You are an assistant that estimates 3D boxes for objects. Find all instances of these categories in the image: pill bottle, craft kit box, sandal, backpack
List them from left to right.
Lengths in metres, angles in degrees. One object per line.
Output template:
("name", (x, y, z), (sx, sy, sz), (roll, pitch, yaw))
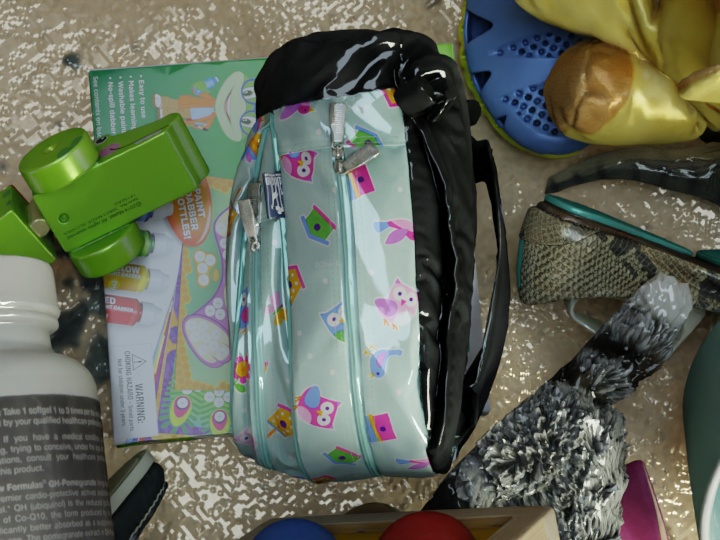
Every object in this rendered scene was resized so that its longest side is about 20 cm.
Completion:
("pill bottle", (-0.168, 0.099, 0.719), (0.110, 0.111, 0.201), (-7, 78, -5))
("craft kit box", (-0.039, -0.013, 0.849), (0.196, 0.049, 0.201), (-5, 82, -7))
("backpack", (0.000, 0.000, 0.762), (0.126, 0.167, 0.201), (-2, 84, 16))
("sandal", (0.090, -0.159, 0.858), (0.079, 0.087, 0.201), (-11, 84, -7))

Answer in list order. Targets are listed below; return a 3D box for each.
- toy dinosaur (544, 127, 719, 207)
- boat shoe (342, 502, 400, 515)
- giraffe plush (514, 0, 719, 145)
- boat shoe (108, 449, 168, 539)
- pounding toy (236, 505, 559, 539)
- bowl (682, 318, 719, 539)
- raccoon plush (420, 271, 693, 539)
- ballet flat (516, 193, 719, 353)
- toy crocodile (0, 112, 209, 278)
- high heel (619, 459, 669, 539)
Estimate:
("toy dinosaur", (0.207, -0.065, 0.870), (0.199, 0.047, 0.089), (12, 86, 4))
("boat shoe", (0.043, 0.211, 0.816), (0.073, 0.063, 0.201), (-28, 80, 19))
("giraffe plush", (0.181, -0.113, 0.752), (0.172, 0.162, 0.200), (-37, 99, -4))
("boat shoe", (-0.145, 0.186, 0.796), (0.066, 0.074, 0.200), (36, 76, -7))
("pounding toy", (-0.009, 0.160, 0.665), (0.183, 0.200, 0.143), (-8, 98, 31))
("bowl", (0.241, 0.072, 0.797), (0.200, 0.105, 0.202), (-8, 124, -12))
("raccoon plush", (0.123, 0.114, 0.765), (0.134, 0.097, 0.200), (44, 101, 14))
("ballet flat", (0.173, 0.013, 0.845), (0.199, 0.068, 0.076), (10, 100, -13))
("toy crocodile", (-0.170, -0.019, 0.803), (0.199, 0.062, 0.068), (-30, 118, 3))
("high heel", (0.177, 0.194, 0.818), (0.200, 0.067, 0.096), (44, 91, 17))
